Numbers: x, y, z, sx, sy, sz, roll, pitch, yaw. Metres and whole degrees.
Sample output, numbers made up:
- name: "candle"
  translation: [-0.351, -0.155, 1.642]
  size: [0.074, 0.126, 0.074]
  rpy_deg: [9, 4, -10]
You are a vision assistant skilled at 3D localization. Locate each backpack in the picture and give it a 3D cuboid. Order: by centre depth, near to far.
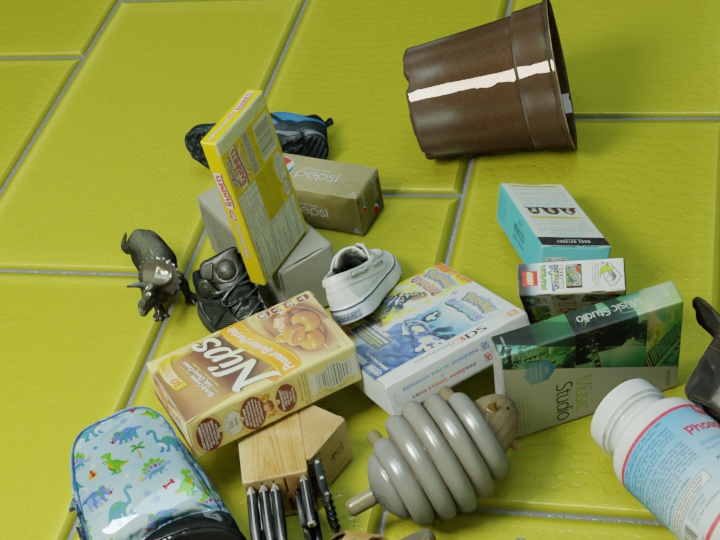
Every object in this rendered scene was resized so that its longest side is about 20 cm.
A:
- name: "backpack"
  translation: [-0.219, 0.236, 1.408]
  size: [0.163, 0.154, 0.200]
  rpy_deg: [-25, 29, -6]

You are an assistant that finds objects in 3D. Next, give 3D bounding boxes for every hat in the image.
- name: "hat"
  translation: [0.376, 0.125, 1.378]
  size: [0.081, 0.201, 0.201]
  rpy_deg: [-44, 44, 5]

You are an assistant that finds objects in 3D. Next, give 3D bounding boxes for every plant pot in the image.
- name: "plant pot"
  translation: [0.167, -0.237, 1.808]
  size: [0.197, 0.201, 0.201]
  rpy_deg: [-10, 40, 14]

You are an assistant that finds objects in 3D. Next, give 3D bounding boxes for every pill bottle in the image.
- name: "pill bottle"
  translation: [0.316, 0.193, 1.336]
  size: [0.108, 0.109, 0.200]
  rpy_deg: [-28, 44, -18]

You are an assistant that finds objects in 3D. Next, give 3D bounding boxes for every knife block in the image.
- name: "knife block"
  translation: [-0.098, 0.214, 1.445]
  size: [0.199, 0.064, 0.176]
  rpy_deg: [21, 50, 32]

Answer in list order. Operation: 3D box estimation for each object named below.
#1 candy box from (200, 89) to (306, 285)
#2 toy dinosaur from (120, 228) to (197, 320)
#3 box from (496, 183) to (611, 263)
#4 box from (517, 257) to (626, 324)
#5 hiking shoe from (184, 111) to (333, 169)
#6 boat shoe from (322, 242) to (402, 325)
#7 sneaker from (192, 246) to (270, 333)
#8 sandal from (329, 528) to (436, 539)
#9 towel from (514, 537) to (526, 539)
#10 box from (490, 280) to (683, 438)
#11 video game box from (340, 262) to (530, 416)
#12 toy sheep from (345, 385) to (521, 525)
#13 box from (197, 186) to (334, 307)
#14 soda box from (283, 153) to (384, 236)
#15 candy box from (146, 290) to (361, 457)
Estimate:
- name: "candy box"
  translation: [-0.116, -0.091, 1.551]
  size: [0.026, 0.201, 0.102]
  rpy_deg: [11, 46, 31]
- name: "toy dinosaur"
  translation: [-0.251, -0.008, 1.704]
  size: [0.077, 0.103, 0.200]
  rpy_deg: [-17, 42, -7]
- name: "box"
  translation: [0.222, -0.045, 1.621]
  size: [0.082, 0.049, 0.200]
  rpy_deg: [1, 24, -9]
- name: "box"
  translation: [0.230, 0.026, 1.492]
  size: [0.109, 0.200, 0.035]
  rpy_deg: [-3, 79, 9]
- name: "hiking shoe"
  translation: [-0.139, -0.178, 1.903]
  size: [0.199, 0.075, 0.087]
  rpy_deg: [4, 35, 3]
- name: "boat shoe"
  translation: [0.000, 0.000, 1.611]
  size: [0.073, 0.066, 0.200]
  rpy_deg: [-21, 12, 12]
- name: "sneaker"
  translation: [-0.133, 0.049, 1.605]
  size: [0.076, 0.115, 0.199]
  rpy_deg: [-32, 46, -19]
- name: "sandal"
  translation: [-0.024, 0.283, 1.336]
  size: [0.199, 0.054, 0.080]
  rpy_deg: [-17, 4, -1]
- name: "towel"
  translation: [0.091, 0.342, 1.278]
  size: [0.199, 0.035, 0.193]
  rpy_deg: [-16, 41, -4]
- name: "box"
  translation: [0.236, 0.095, 1.438]
  size: [0.199, 0.145, 0.036]
  rpy_deg: [-18, 48, -6]
- name: "video game box"
  translation: [0.066, 0.072, 1.543]
  size: [0.182, 0.047, 0.200]
  rpy_deg: [-25, 26, -18]
- name: "toy sheep"
  translation: [0.073, 0.189, 1.391]
  size: [0.200, 0.138, 0.138]
  rpy_deg: [-35, 44, -4]
- name: "box"
  translation: [-0.113, -0.029, 1.703]
  size: [0.078, 0.095, 0.200]
  rpy_deg: [-30, 46, -20]
- name: "soda box"
  translation: [-0.074, -0.104, 1.799]
  size: [0.199, 0.064, 0.068]
  rpy_deg: [11, 46, 25]
- name: "candy box"
  translation: [-0.113, 0.107, 1.478]
  size: [0.199, 0.055, 0.115]
  rpy_deg: [-24, 39, -18]
